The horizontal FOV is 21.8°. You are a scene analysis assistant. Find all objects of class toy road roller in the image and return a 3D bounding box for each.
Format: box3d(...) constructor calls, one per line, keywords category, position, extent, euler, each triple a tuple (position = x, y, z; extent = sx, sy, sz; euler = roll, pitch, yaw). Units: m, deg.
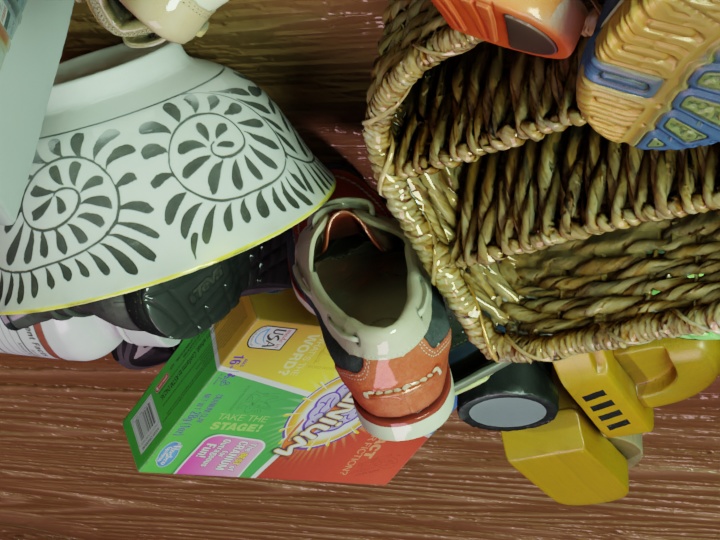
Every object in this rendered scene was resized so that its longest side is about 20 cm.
box3d(category="toy road roller", position=(0.144, 0.044, 1.071), extent=(0.145, 0.124, 0.200), euler=(-10, 151, 22))

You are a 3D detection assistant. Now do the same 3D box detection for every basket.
box3d(category="basket", position=(0.091, -0.059, 0.790), extent=(0.142, 0.150, 0.199), euler=(28, 155, -35))

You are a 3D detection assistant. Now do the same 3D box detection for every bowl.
box3d(category="bowl", position=(-0.119, -0.059, 0.935), extent=(0.200, 0.201, 0.095), euler=(-5, 110, 37))

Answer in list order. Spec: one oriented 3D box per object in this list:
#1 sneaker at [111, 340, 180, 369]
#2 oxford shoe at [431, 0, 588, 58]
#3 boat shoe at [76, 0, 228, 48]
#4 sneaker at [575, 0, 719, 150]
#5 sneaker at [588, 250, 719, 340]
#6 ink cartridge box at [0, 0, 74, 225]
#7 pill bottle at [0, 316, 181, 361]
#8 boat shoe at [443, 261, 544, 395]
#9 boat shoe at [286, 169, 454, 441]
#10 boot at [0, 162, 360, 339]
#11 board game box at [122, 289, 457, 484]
box3d(category="sneaker", position=(-0.106, 0.045, 1.255), extent=(0.199, 0.083, 0.071), euler=(-8, 151, 43))
box3d(category="oxford shoe", position=(0.009, -0.149, 0.734), extent=(0.199, 0.073, 0.071), euler=(25, 175, 19))
box3d(category="boat shoe", position=(-0.090, -0.127, 0.746), extent=(0.071, 0.065, 0.200), euler=(35, 179, -18))
box3d(category="sneaker", position=(0.133, -0.125, 0.639), extent=(0.075, 0.089, 0.200), euler=(14, 141, -12))
box3d(category="sneaker", position=(0.200, -0.011, 0.890), extent=(0.198, 0.077, 0.084), euler=(-10, 174, -10))
box3d(category="ink cartridge box", position=(-0.221, -0.128, 0.790), extent=(0.144, 0.146, 0.200), euler=(8, 158, 9))
box3d(category="pill bottle", position=(-0.203, -0.005, 1.144), extent=(0.198, 0.113, 0.112), euler=(5, 158, 17))
box3d(category="boat shoe", position=(0.090, 0.001, 0.946), extent=(0.201, 0.060, 0.072), euler=(-34, 119, 17))
box3d(category="boat shoe", position=(0.000, 0.000, 0.910), extent=(0.071, 0.200, 0.063), euler=(-19, 125, 0))
box3d(category="boot", position=(-0.096, -0.016, 1.033), extent=(0.131, 0.070, 0.199), euler=(1, -167, 40))
box3d(category="board game box", position=(-0.027, 0.072, 1.176), extent=(0.199, 0.040, 0.153), euler=(8, 135, -37))
